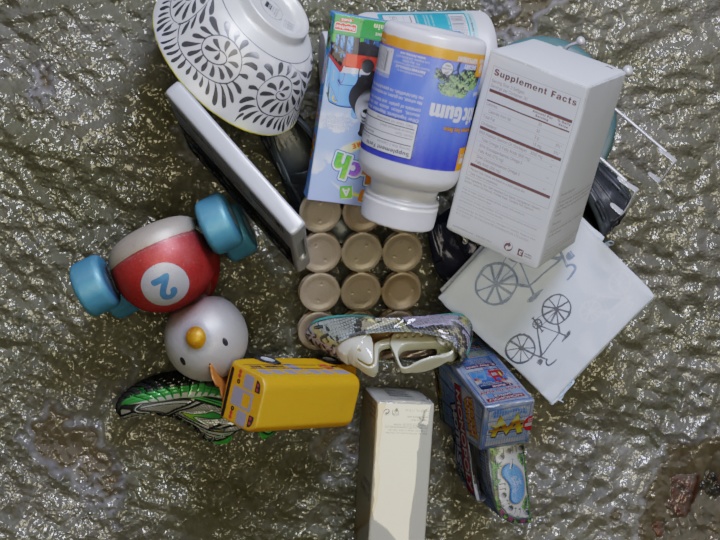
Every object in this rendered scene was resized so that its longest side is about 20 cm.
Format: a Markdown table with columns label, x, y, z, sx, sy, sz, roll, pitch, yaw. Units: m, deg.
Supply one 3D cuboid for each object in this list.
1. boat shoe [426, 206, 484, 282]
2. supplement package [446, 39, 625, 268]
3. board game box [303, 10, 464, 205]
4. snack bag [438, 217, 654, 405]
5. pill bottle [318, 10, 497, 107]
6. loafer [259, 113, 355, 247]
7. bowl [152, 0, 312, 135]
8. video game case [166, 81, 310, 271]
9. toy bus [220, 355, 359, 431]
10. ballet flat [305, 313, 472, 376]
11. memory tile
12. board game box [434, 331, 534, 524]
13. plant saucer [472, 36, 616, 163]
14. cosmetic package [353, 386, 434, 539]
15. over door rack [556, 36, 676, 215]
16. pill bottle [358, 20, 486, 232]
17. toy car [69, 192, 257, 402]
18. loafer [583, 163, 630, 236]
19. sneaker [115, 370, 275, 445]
| label | x | y | z | sx | sy | sz | roll | pitch | yaw |
| --- | --- | --- | --- | --- | --- | --- | --- | --- | --- |
| boat shoe | 0.145 | 0.011 | 1.332 | 0.091 | 0.075 | 0.203 | -19 | 100 | 11 |
| supplement package | 0.185 | -0.127 | 1.164 | 0.116 | 0.116 | 0.203 | 25 | 117 | 25 |
| board game box | 0.026 | -0.171 | 1.204 | 0.148 | 0.037 | 0.204 | 6 | 107 | -13 |
| snack bag | 0.222 | 0.027 | 1.285 | 0.200 | 0.021 | 0.189 | 42 | 98 | -6 |
| pill bottle | 0.052 | -0.242 | 1.265 | 0.196 | 0.111 | 0.113 | -3 | 95 | -10 |
| loafer | -0.061 | -0.111 | 1.274 | 0.068 | 0.070 | 0.202 | -32 | 99 | -6 |
| bowl | -0.117 | -0.255 | 1.179 | 0.200 | 0.202 | 0.094 | 43 | 125 | -11 |
| video game case | -0.127 | -0.096 | 1.181 | 0.023 | 0.182 | 0.200 | -41 | 82 | -9 |
| toy bus | -0.069 | 0.138 | 1.240 | 0.198 | 0.078 | 0.066 | 6 | 99 | -50 |
| ballet flat | 0.032 | 0.087 | 1.262 | 0.196 | 0.072 | 0.074 | -3 | 95 | 5 |
| memory tile | 0.000 | 0.000 | 1.291 | 0.150 | 0.017 | 0.204 | -2 | 113 | -10 |
| board game box | 0.146 | 0.186 | 1.271 | 0.060 | 0.200 | 0.204 | -8 | 95 | -10 |
| plant saucer | 0.228 | -0.187 | 1.345 | 0.196 | 0.027 | 0.204 | -1 | 94 | -11 |
| cosmetic package | 0.038 | 0.247 | 1.306 | 0.072 | 0.103 | 0.204 | 4 | 92 | -10 |
| over door rack | 0.281 | -0.178 | 1.250 | 0.201 | 0.147 | 0.067 | 53 | 129 | 6 |
| pill bottle | 0.059 | -0.149 | 1.138 | 0.110 | 0.112 | 0.204 | 8 | 106 | -11 |
| toy car | -0.183 | 0.050 | 1.194 | 0.182 | 0.177 | 0.203 | -26 | 85 | 2 |
| loafer | 0.236 | -0.119 | 1.294 | 0.200 | 0.068 | 0.071 | 40 | 70 | -14 |
| sneaker | -0.185 | 0.163 | 1.270 | 0.196 | 0.078 | 0.087 | 2 | 95 | -11 |
